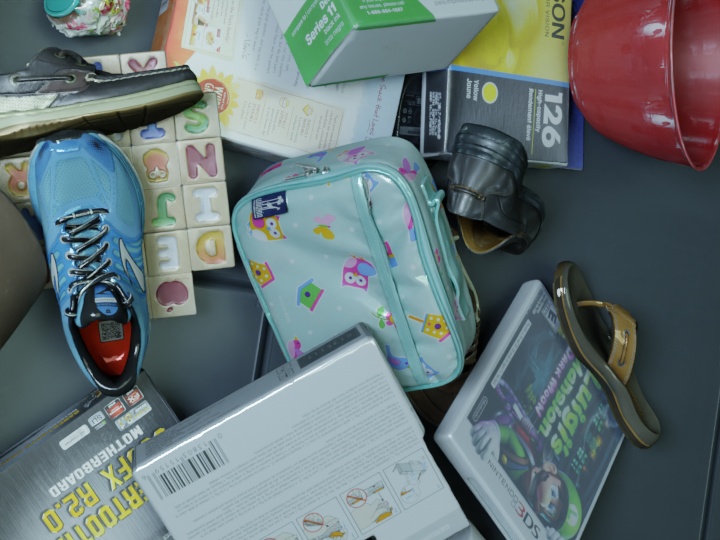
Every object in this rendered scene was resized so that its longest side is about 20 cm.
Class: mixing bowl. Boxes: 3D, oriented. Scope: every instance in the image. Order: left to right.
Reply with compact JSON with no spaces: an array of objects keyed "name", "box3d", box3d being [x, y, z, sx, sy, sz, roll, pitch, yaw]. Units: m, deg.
[{"name":"mixing bowl","box3d":[0.250,-0.188,0.976,0.200,0.108,0.201,-6,97,-60]}]

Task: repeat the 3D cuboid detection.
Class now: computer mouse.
[{"name":"computer mouse","box3d":[0.038,-0.074,0.950,0.058,0.034,0.201,2,96,-36]}]

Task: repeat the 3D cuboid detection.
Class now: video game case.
[{"name":"video game case","box3d":[0.158,0.139,0.964,0.182,0.023,0.200,55,47,-20]}]

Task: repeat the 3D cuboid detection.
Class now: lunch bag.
[{"name":"lunch bag","box3d":[0.000,0.000,0.849,0.077,0.160,0.201,-54,129,-55]}]

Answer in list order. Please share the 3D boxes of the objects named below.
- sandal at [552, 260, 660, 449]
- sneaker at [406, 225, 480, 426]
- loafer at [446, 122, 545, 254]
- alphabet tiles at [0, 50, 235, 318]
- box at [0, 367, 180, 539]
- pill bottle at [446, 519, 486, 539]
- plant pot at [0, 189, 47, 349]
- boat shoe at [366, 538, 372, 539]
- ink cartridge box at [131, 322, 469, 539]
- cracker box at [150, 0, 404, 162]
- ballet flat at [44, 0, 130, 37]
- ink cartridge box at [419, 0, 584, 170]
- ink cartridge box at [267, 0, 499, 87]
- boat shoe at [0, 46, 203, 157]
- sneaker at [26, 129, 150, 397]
[{"name":"sandal","box3d":[0.234,0.073,1.005,0.200,0.054,0.082,60,27,-11]},{"name":"sneaker","box3d":[0.066,0.049,0.924,0.070,0.075,0.201,-26,112,-26]},{"name":"loafer","box3d":[0.104,-0.048,0.909,0.072,0.073,0.200,-65,155,-11]},{"name":"alphabet tiles","box3d":[-0.183,-0.058,0.820,0.166,0.006,0.201,-6,104,-7]},{"name":"box","box3d":[-0.208,0.193,0.830,0.200,0.048,0.159,-35,105,-20]},{"name":"pill bottle","box3d":[0.114,0.311,0.945,0.114,0.114,0.200,-43,107,-17]},{"name":"plant pot","box3d":[-0.307,0.020,0.722,0.175,0.200,0.201,-47,110,-36]},{"name":"boat shoe","box3d":[-0.043,0.302,0.889,0.069,0.084,0.200,34,80,-10]},{"name":"ink cartridge box","box3d":[-0.042,0.162,0.826,0.200,0.044,0.174,-29,108,-3]},{"name":"cracker box","box3d":[-0.066,-0.157,0.881,0.199,0.058,0.134,14,87,-23]},{"name":"ballet flat","box3d":[-0.189,-0.269,0.826,0.064,0.075,0.201,13,90,-55]},{"name":"ink cartridge box","box3d":[0.141,-0.191,0.962,0.199,0.047,0.199,0,92,-34]},{"name":"ink cartridge box","box3d":[-0.006,-0.252,0.842,0.146,0.083,0.201,-16,74,-35]},{"name":"boat shoe","box3d":[-0.210,-0.123,0.759,0.199,0.073,0.065,-12,88,-10]},{"name":"sneaker","box3d":[-0.178,-0.001,0.767,0.078,0.090,0.201,-13,118,-12]}]
